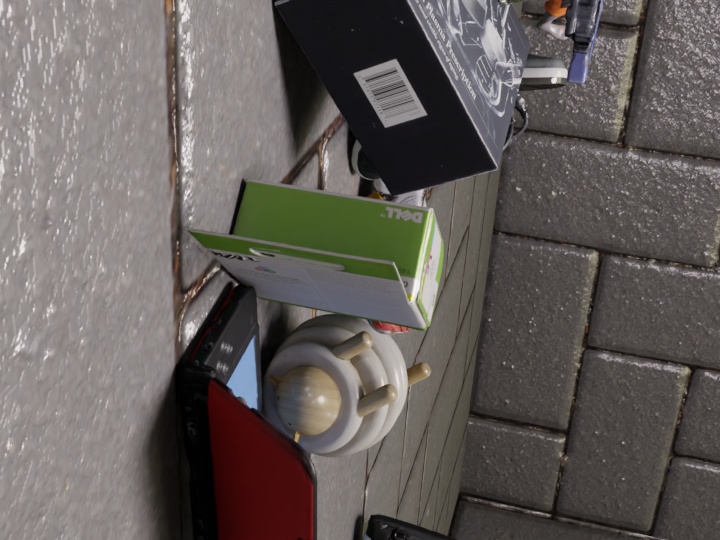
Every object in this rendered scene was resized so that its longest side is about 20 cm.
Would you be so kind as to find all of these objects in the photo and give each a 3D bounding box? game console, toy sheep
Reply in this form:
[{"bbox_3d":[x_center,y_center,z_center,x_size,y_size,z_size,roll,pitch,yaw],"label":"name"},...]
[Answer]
[{"bbox_3d":[-0.063,0.141,0.770,0.173,0.118,0.201,-65,161,-53],"label":"game console"},{"bbox_3d":[-0.016,0.100,0.936,0.200,0.137,0.139,-8,107,-66],"label":"toy sheep"}]

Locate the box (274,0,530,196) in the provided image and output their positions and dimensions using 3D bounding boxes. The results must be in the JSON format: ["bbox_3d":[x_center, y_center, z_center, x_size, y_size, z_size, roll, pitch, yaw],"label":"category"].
[{"bbox_3d":[0.045,-0.202,0.860,0.200,0.103,0.183,55,36,-33],"label":"box"}]

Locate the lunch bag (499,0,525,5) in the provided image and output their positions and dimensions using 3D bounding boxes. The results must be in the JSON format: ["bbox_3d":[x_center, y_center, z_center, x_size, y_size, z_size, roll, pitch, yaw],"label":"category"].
[{"bbox_3d":[0.122,-0.330,0.807,0.200,0.117,0.166,23,68,-56],"label":"lunch bag"}]

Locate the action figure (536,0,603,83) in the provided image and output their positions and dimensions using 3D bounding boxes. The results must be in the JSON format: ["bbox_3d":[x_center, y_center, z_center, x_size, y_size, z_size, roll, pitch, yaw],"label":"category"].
[{"bbox_3d":[0.182,-0.276,0.982,0.193,0.104,0.202,27,73,-84],"label":"action figure"}]

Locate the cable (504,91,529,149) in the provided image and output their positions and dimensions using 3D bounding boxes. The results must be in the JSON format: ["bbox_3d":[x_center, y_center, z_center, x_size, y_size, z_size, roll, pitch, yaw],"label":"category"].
[{"bbox_3d":[0.091,-0.206,1.184,0.163,0.201,0.051,-34,-176,-18],"label":"cable"}]

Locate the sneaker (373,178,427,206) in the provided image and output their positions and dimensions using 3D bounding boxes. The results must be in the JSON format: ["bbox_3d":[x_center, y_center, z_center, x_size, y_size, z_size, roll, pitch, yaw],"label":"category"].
[{"bbox_3d":[0.032,-0.034,1.198,0.115,0.075,0.201,82,25,-68],"label":"sneaker"}]

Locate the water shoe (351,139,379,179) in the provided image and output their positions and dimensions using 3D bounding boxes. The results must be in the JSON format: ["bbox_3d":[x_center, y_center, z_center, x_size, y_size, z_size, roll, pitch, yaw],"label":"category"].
[{"bbox_3d":[0.058,-0.133,1.059,0.200,0.071,0.079,-43,-117,48],"label":"water shoe"}]

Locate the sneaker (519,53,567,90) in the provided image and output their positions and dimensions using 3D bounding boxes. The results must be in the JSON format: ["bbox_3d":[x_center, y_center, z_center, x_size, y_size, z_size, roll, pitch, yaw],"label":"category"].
[{"bbox_3d":[0.125,-0.253,1.079,0.083,0.199,0.122,-8,107,-61],"label":"sneaker"}]

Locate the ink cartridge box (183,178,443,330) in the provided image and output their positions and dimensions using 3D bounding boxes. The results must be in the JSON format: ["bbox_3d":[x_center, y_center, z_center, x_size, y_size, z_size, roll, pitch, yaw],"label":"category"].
[{"bbox_3d":[-0.023,-0.023,0.753,0.200,0.147,0.076,59,42,-73],"label":"ink cartridge box"}]

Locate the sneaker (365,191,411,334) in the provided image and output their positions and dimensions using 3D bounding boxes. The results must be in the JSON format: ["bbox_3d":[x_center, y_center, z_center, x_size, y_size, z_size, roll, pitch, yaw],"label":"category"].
[{"bbox_3d":[0.000,0.000,0.933,0.200,0.081,0.078,-109,-175,-63],"label":"sneaker"}]

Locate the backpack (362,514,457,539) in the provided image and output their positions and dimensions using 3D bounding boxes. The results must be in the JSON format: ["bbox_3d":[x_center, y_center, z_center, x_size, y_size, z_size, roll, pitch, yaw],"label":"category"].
[{"bbox_3d":[0.054,0.483,1.575,0.154,0.162,0.202,132,-24,-84],"label":"backpack"}]
